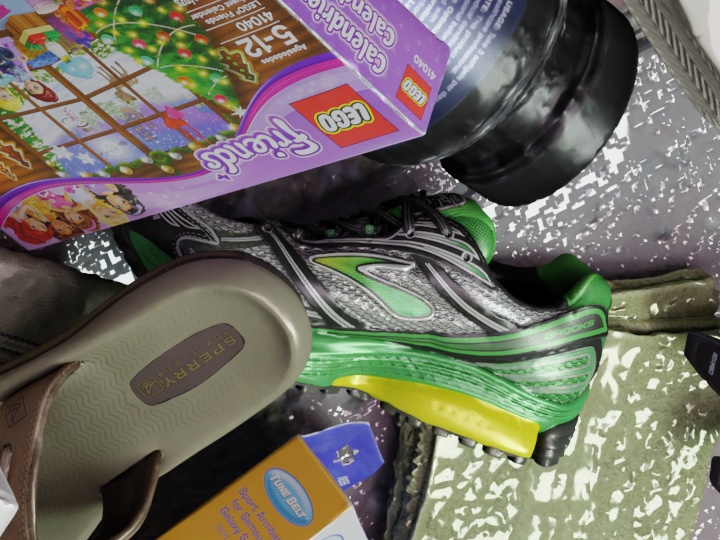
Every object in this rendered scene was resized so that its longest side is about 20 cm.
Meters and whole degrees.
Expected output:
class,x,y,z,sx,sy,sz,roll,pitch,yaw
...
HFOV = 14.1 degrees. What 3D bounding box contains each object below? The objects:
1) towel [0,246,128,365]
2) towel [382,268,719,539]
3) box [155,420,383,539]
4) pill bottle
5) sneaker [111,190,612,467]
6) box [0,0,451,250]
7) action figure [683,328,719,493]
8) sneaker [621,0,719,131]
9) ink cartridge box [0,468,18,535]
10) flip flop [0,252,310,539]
class,x,y,z,sx,sy,sz,roll,pitch,yaw
towel,-0.201,0.063,1.053,0.199,0.035,0.194,18,104,-27
towel,0.075,0.096,1.192,0.147,0.036,0.201,-1,111,-25
box,-0.067,0.134,1.103,0.199,0.042,0.119,-35,163,-5
pill bottle,0.002,-0.107,1.023,0.200,0.112,0.112,34,96,-32
sneaker,0.000,0.000,1.078,0.199,0.078,0.086,18,105,-18
box,-0.088,-0.076,0.957,0.137,0.199,0.039,40,53,-32
action figure,0.223,0.031,1.203,0.199,0.069,0.131,-24,124,-37
sneaker,0.118,-0.140,1.027,0.084,0.075,0.200,-41,117,-9
ink cartridge box,-0.234,0.095,0.948,0.144,0.147,0.201,29,100,-30
flip flop,-0.099,0.070,1.018,0.199,0.058,0.081,-35,121,18
